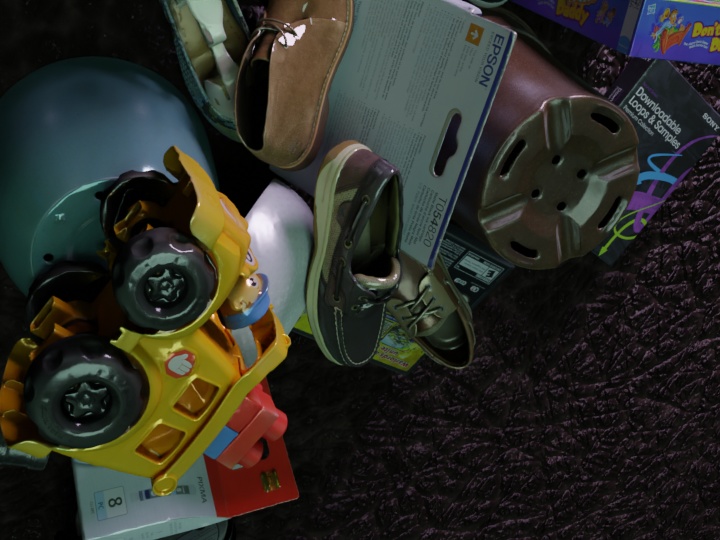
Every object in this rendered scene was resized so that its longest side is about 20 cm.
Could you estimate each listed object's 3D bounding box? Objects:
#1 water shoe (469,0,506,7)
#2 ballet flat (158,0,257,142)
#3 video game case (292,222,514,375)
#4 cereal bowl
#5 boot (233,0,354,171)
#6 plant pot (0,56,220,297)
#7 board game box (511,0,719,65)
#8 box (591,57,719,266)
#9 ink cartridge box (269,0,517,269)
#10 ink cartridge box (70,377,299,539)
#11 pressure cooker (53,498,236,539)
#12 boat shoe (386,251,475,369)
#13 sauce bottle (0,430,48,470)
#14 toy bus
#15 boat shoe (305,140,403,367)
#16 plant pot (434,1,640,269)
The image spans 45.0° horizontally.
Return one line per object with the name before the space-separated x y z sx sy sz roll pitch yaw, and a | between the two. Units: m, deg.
water shoe | 0.104 -0.311 0.719 0.071 0.079 0.202 -21 124 -10
ballet flat | -0.118 -0.181 0.706 0.074 0.074 0.202 -28 126 -5
video game case | 0.028 0.015 0.881 0.198 0.026 0.181 24 121 -32
cereal bowl | -0.095 0.026 0.746 0.083 0.200 0.201 33 103 -5
boot | -0.055 -0.185 0.688 0.075 0.073 0.203 7 91 -64
plant pot | -0.199 -0.047 0.691 0.198 0.161 0.203 -11 122 -18
board game box | 0.231 -0.228 0.747 0.132 0.200 0.045 -1 119 -23
box | 0.287 -0.118 0.935 0.142 0.036 0.201 29 103 -33
ink cartridge box | 0.025 -0.134 0.719 0.040 0.199 0.202 -11 127 -50
ink cartridge box | -0.170 0.160 0.821 0.197 0.162 0.048 -11 148 -16
pressure cooker | -0.215 0.294 0.871 0.176 0.176 0.203 8 115 -8
boat shoe | 0.060 0.026 0.831 0.075 0.072 0.200 -33 132 15
sauce bottle | -0.383 0.147 0.784 0.198 0.065 0.065 14 112 -31
toy bus | -0.116 0.049 0.592 0.191 0.136 0.201 34 100 -30
boat shoe | 0.000 0.000 0.696 0.073 0.064 0.203 -27 130 -34
plant pot | 0.128 -0.112 0.771 0.197 0.199 0.203 -10 122 -16
